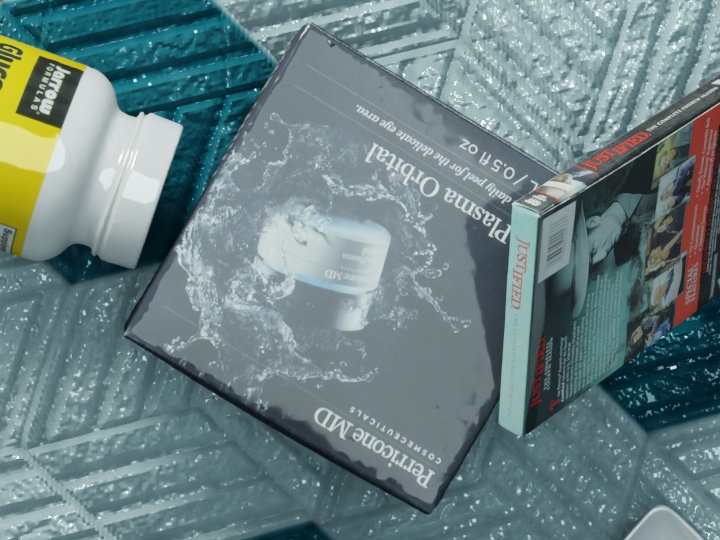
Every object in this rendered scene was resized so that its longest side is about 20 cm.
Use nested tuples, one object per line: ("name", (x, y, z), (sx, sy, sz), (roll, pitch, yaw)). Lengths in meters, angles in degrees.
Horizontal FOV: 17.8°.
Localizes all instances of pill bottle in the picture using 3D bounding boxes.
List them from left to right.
("pill bottle", (-0.204, -0.073, 1.262), (0.199, 0.112, 0.113), (19, 86, -6))

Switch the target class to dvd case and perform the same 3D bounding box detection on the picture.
("dvd case", (0.148, -0.013, 1.258), (0.200, 0.022, 0.146), (-33, 137, -39))

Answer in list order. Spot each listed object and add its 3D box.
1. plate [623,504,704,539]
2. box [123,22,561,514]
("plate", (0.177, 0.272, 1.336), (0.200, 0.032, 0.200), (43, 84, -3))
("box", (0.000, 0.000, 1.282), (0.196, 0.117, 0.200), (30, 86, -5))
